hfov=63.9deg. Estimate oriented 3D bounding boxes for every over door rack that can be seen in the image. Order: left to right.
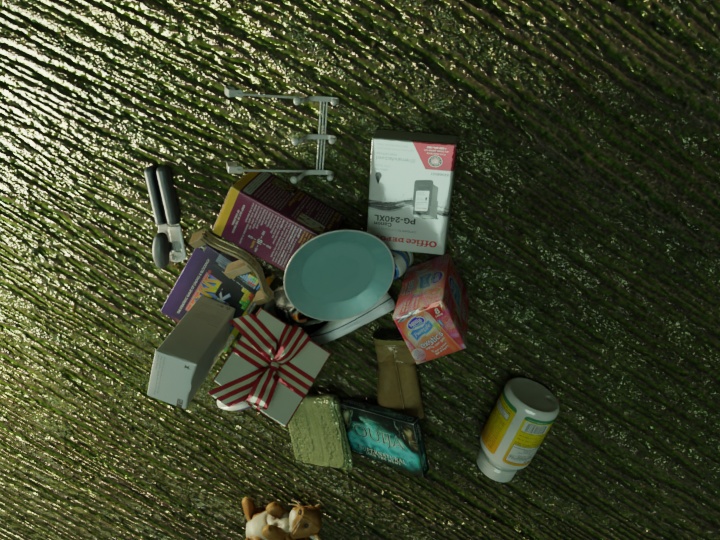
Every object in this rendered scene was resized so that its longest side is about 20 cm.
[{"bbox_3d":[-0.140,-0.233,1.010,0.198,0.067,0.149,3,114,-6],"label":"over door rack"}]

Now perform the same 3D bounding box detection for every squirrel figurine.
[{"bbox_3d":[-0.171,0.635,1.404,0.186,0.142,0.201,-20,123,7],"label":"squirrel figurine"}]

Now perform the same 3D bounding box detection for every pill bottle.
[{"bbox_3d":[0.311,0.328,1.172,0.112,0.113,0.201,19,115,2],"label":"pill bottle"}]

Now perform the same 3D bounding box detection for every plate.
[{"bbox_3d":[-0.038,0.006,1.019,0.199,0.026,0.201,-9,129,-11],"label":"plate"}]

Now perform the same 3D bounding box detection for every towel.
[{"bbox_3d":[-0.095,0.356,1.288,0.147,0.036,0.201,0,114,25],"label":"towel"}]

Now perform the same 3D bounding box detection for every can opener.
[{"bbox_3d":[-0.385,-0.104,1.136,0.052,0.067,0.201,1,109,11],"label":"can opener"}]

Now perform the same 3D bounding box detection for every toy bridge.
[{"bbox_3d":[-0.221,-0.005,1.065,0.067,0.027,0.200,-16,133,32],"label":"toy bridge"}]

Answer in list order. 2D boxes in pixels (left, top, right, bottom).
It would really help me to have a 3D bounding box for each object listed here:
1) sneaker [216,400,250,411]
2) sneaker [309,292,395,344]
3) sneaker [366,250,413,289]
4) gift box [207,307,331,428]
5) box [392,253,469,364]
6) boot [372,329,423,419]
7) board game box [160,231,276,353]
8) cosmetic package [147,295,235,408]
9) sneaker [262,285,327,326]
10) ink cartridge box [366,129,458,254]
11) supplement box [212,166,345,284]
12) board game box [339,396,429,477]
[{"bbox_3d":[-0.231,0.243,1.266,0.199,0.075,0.100,-22,95,14],"label":"sneaker"},{"bbox_3d":[-0.024,0.086,1.159,0.199,0.073,0.071,-29,85,18],"label":"sneaker"},{"bbox_3d":[0.000,0.000,1.100,0.199,0.082,0.074,-18,111,20],"label":"sneaker"},{"bbox_3d":[-0.188,0.188,1.123,0.199,0.187,0.185,29,75,-6],"label":"gift box"},{"bbox_3d":[0.132,0.062,1.038,0.094,0.200,0.103,-22,107,20],"label":"box"},{"bbox_3d":[0.112,0.219,1.190,0.174,0.066,0.201,2,114,23],"label":"boot"},{"bbox_3d":[-0.294,0.048,1.189,0.165,0.057,0.200,33,115,-7],"label":"board game box"},{"bbox_3d":[-0.316,0.150,1.096,0.081,0.200,0.113,21,116,1],"label":"cosmetic package"},{"bbox_3d":[-0.130,0.074,1.141,0.199,0.079,0.074,-10,116,39],"label":"sneaker"},{"bbox_3d":[0.090,-0.136,1.021,0.144,0.083,0.201,6,114,7],"label":"ink cartridge box"},{"bbox_3d":[-0.145,-0.086,1.062,0.199,0.131,0.104,29,117,-3],"label":"supplement box"},{"bbox_3d":[0.046,0.351,1.232,0.199,0.028,0.136,5,117,37],"label":"board game box"}]
